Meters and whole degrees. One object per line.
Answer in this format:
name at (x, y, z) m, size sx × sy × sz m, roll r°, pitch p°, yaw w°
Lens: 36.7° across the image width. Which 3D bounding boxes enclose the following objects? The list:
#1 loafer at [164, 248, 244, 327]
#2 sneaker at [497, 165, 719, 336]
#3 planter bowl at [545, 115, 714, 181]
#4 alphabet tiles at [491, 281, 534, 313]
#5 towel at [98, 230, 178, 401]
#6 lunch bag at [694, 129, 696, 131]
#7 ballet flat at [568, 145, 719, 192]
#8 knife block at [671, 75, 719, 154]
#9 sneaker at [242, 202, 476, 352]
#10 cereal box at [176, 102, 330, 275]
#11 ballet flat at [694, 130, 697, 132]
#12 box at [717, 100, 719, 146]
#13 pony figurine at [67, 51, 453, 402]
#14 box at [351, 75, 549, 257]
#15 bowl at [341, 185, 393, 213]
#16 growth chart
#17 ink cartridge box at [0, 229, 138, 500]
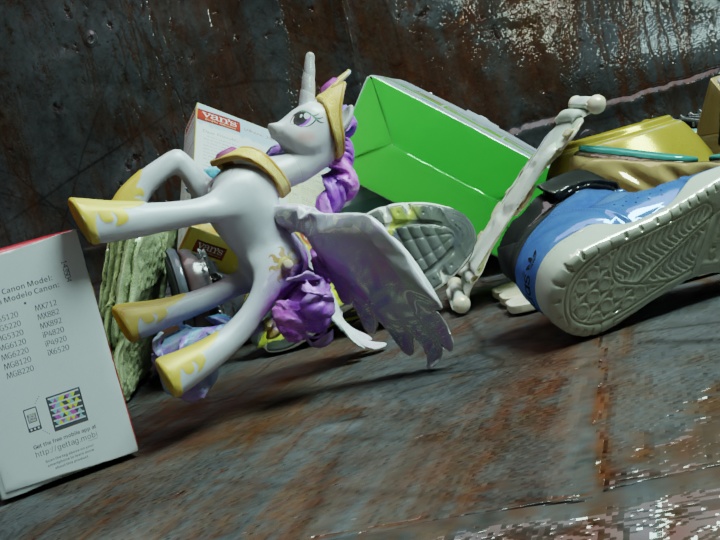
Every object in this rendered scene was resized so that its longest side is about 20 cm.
loafer at (-0.121, 0.022, 0.880) m, size 0.062 × 0.073 × 0.200 m, roll -15°, pitch -13°, yaw -11°
sneaker at (0.177, -0.031, 0.649) m, size 0.197 × 0.078 × 0.111 m, roll -23°, pitch 24°, yaw -9°
planter bowl at (0.212, -0.072, 0.865) m, size 0.197 × 0.085 × 0.200 m, roll -15°, pitch 5°, yaw 1°
alphabet tiles at (0.192, -0.007, 0.780) m, size 0.192 × 0.015 × 0.200 m, roll -15°, pitch 5°, yaw 2°
towel at (-0.178, 0.025, 0.863) m, size 0.036 × 0.151 × 0.200 m, roll 10°, pitch 4°, yaw -5°
lunch bag at (0.308, -0.121, 1.271) m, size 0.158 × 0.078 × 0.200 m, roll -15°, pitch 5°, yaw -1°
ballet flat at (0.230, -0.051, 0.726) m, size 0.198 × 0.064 × 0.068 m, roll 6°, pitch 5°, yaw 42°
knife block at (0.339, -0.080, 0.949) m, size 0.063 × 0.202 × 0.177 m, roll -16°, pitch -39°, yaw -9°
sneaker at (0.000, 0.000, 0.865) m, size 0.197 × 0.076 × 0.085 m, roll -22°, pitch -2°, yaw 14°
cereal box at (-0.091, -0.063, 0.979) m, size 0.142 × 0.040 × 0.201 m, roll 19°, pitch 34°, yaw -19°
ballet flat at (0.316, -0.095, 1.092) m, size 0.197 × 0.071 × 0.069 m, roll -16°, pitch 5°, yaw -12°
box at (0.385, -0.122, 0.792) m, size 0.197 × 0.080 × 0.141 m, roll -16°, pitch 30°, yaw -10°
pony figurine at (-0.051, -0.010, 0.658) m, size 0.198 × 0.195 × 0.166 m, roll -31°, pitch 9°, yaw -22°
box at (0.090, -0.102, 1.035) m, size 0.198 × 0.098 × 0.176 m, roll 28°, pitch 12°, yaw 5°
bowl at (-0.011, -0.031, 1.118) m, size 0.197 × 0.107 × 0.201 m, roll -14°, pitch 6°, yaw 1°
growth chart at (0.119, -0.053, 0.830) m, size 0.202 × 0.018 × 0.145 m, roll -58°, pitch 1°, yaw 15°
ink cartridge box at (-0.219, 0.031, 0.682) m, size 0.083 × 0.179 × 0.199 m, roll -17°, pitch 6°, yaw -23°
